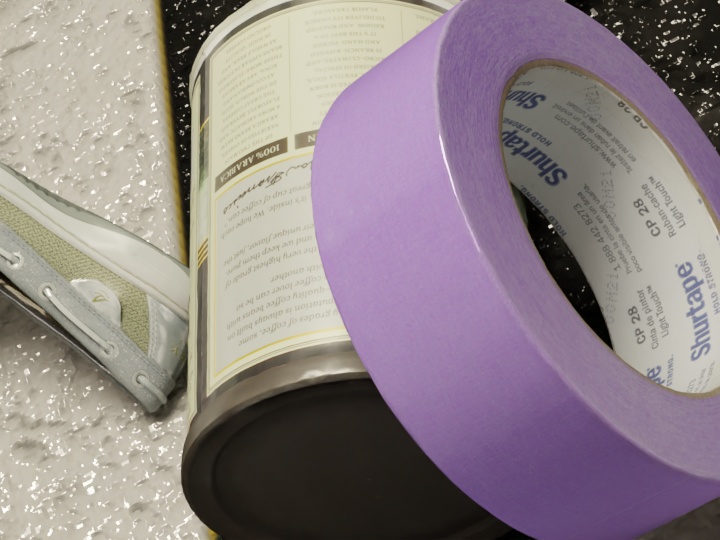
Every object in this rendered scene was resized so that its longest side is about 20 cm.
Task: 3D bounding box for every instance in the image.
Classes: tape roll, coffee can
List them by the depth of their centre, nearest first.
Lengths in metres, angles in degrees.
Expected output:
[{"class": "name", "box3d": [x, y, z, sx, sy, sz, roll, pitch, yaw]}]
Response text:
[{"class": "tape roll", "box3d": [0.075, -0.002, 0.748, 0.066, 0.200, 0.201, -33, 45, 33]}, {"class": "coffee can", "box3d": [0.000, 0.000, 0.840, 0.145, 0.147, 0.201, -12, 53, 13]}]

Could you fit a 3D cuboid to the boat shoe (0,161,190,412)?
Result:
[{"class": "boat shoe", "box3d": [-0.165, -0.007, 0.926, 0.201, 0.074, 0.065, 27, 74, 0]}]
